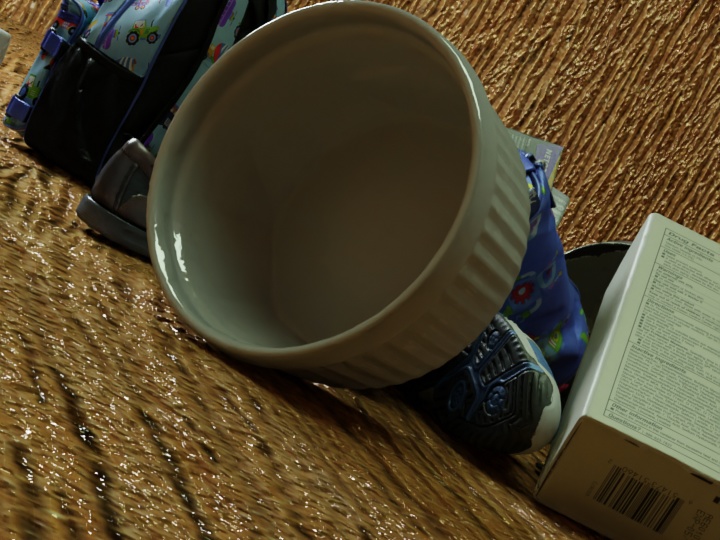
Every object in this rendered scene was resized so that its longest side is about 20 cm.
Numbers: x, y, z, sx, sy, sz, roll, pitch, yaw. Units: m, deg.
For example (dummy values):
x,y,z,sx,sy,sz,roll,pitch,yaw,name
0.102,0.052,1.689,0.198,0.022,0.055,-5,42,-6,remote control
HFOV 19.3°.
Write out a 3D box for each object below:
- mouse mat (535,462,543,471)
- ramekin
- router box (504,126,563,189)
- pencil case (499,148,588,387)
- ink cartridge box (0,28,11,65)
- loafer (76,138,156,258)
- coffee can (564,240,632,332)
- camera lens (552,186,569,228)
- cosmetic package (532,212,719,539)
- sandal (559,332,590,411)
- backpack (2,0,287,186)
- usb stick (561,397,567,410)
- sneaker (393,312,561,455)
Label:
x,y,z,sx,sy,sz,roll,pitch,yaw,name
0.208,0.171,1.230,0.161,0.008,0.200,23,5,-41,mouse mat
-0.004,-0.032,1.125,0.200,0.200,0.105,30,-4,35,ramekin
0.037,-0.035,1.444,0.157,0.052,0.200,19,-34,0,router box
0.092,-0.002,1.310,0.078,0.087,0.200,55,-7,36,pencil case
-0.342,-0.169,1.369,0.146,0.086,0.200,23,8,-42,ink cartridge box
-0.088,-0.025,1.345,0.200,0.063,0.072,23,7,-43,loafer
0.191,0.051,1.582,0.146,0.147,0.200,28,5,7,coffee can
0.040,-0.038,1.615,0.200,0.160,0.160,27,4,3,camera lens
0.175,0.066,1.187,0.103,0.073,0.200,27,38,2,cosmetic package
0.094,0.060,1.420,0.199,0.075,0.045,20,-2,7,sandal
-0.150,-0.155,1.592,0.134,0.200,0.182,29,6,25,backpack
0.117,0.084,1.466,0.200,0.033,0.055,27,-16,7,usb stick
0.084,0.066,1.230,0.077,0.076,0.200,25,4,-16,sneaker
